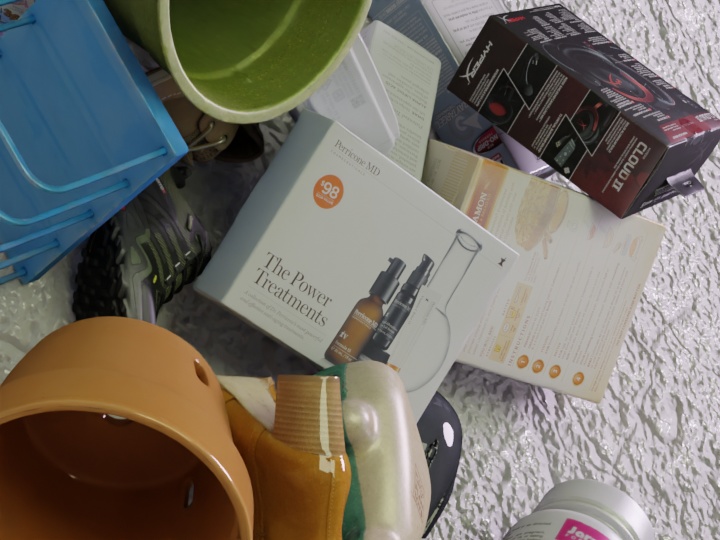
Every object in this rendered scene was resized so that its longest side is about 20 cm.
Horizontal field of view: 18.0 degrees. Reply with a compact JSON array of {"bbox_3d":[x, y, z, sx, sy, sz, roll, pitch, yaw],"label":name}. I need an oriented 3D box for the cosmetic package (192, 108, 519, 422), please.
[{"bbox_3d":[0.000,0.000,1.626,0.200,0.052,0.151,34,84,-34],"label":"cosmetic package"}]

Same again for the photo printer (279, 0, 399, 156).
[{"bbox_3d":[-0.055,-0.185,1.668,0.200,0.069,0.166,56,-5,45],"label":"photo printer"}]

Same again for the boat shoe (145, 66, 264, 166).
[{"bbox_3d":[-0.115,-0.112,1.650,0.200,0.071,0.065,-1,71,-69],"label":"boat shoe"}]

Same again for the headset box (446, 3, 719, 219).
[{"bbox_3d":[0.190,-0.124,1.809,0.200,0.075,0.149,38,24,15],"label":"headset box"}]

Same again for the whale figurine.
[{"bbox_3d":[-0.009,0.154,1.548,0.200,0.104,0.159,-92,168,-49],"label":"whale figurine"}]

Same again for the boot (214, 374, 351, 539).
[{"bbox_3d":[-0.076,0.141,1.511,0.071,0.201,0.144,6,85,-34],"label":"boot"}]

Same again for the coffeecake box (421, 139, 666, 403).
[{"bbox_3d":[0.122,0.002,1.774,0.200,0.073,0.154,18,95,-35],"label":"coffeecake box"}]

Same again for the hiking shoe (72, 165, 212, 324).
[{"bbox_3d":[-0.144,-0.006,1.589,0.101,0.076,0.200,16,54,-32],"label":"hiking shoe"}]

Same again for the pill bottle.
[{"bbox_3d":[0.137,0.245,1.645,0.113,0.113,0.200,48,40,-8],"label":"pill bottle"}]

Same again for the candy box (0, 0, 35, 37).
[{"bbox_3d":[-0.260,-0.210,1.616,0.168,0.072,0.200,23,51,-31],"label":"candy box"}]

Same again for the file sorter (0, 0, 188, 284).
[{"bbox_3d":[-0.236,-0.076,1.458,0.123,0.200,0.139,-26,83,-45],"label":"file sorter"}]

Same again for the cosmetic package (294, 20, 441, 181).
[{"bbox_3d":[-0.004,-0.085,1.751,0.074,0.102,0.200,29,49,-24],"label":"cosmetic package"}]

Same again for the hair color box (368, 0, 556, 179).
[{"bbox_3d":[0.097,-0.163,1.924,0.099,0.061,0.200,-23,81,-48],"label":"hair color box"}]

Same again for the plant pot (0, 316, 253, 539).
[{"bbox_3d":[-0.161,0.123,1.422,0.200,0.200,0.140,38,27,-19],"label":"plant pot"}]

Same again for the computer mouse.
[{"bbox_3d":[0.057,0.171,1.683,0.140,0.046,0.200,41,43,-14],"label":"computer mouse"}]

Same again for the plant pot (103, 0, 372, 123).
[{"bbox_3d":[-0.121,-0.219,1.494,0.200,0.190,0.200,-28,130,-40],"label":"plant pot"}]
